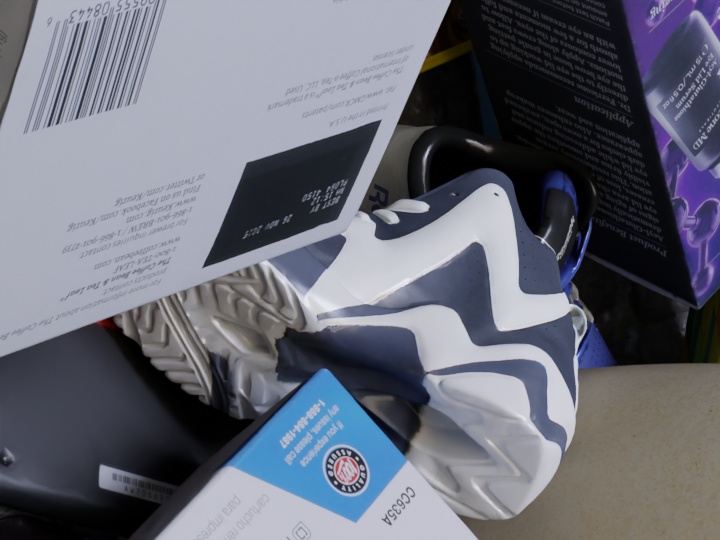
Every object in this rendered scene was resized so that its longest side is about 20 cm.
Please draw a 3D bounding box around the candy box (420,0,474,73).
[{"bbox_3d":[0.014,-0.135,0.944,0.200,0.026,0.102,-25,101,-22],"label":"candy box"}]

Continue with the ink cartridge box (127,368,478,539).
[{"bbox_3d":[-0.001,0.156,0.749,0.200,0.086,0.146,47,36,-2],"label":"ink cartridge box"}]

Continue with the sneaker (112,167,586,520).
[{"bbox_3d":[0.000,0.000,0.839,0.130,0.199,0.080,-55,166,-53],"label":"sneaker"}]

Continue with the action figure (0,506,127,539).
[{"bbox_3d":[-0.145,0.103,0.819,0.200,0.069,0.130,29,77,-31],"label":"action figure"}]

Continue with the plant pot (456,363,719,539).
[{"bbox_3d":[0.127,0.110,0.857,0.187,0.200,0.188,25,54,-40],"label":"plant pot"}]

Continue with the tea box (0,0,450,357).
[{"bbox_3d":[-0.108,-0.095,0.662,0.200,0.197,0.134,-22,143,-51],"label":"tea box"}]

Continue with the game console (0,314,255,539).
[{"bbox_3d":[-0.086,0.021,0.849,0.200,0.031,0.177,20,57,-38],"label":"game console"}]

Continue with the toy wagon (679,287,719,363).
[{"bbox_3d":[0.171,0.068,1.026,0.039,0.155,0.200,7,120,1],"label":"toy wagon"}]

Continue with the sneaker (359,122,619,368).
[{"bbox_3d":[0.062,0.008,0.949,0.199,0.115,0.081,48,63,-27],"label":"sneaker"}]

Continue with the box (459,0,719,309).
[{"bbox_3d":[0.132,-0.110,0.924,0.148,0.104,0.200,-45,139,-19],"label":"box"}]

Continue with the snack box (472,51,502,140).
[{"bbox_3d":[0.136,-0.129,1.057,0.200,0.037,0.117,-14,98,-37],"label":"snack box"}]
